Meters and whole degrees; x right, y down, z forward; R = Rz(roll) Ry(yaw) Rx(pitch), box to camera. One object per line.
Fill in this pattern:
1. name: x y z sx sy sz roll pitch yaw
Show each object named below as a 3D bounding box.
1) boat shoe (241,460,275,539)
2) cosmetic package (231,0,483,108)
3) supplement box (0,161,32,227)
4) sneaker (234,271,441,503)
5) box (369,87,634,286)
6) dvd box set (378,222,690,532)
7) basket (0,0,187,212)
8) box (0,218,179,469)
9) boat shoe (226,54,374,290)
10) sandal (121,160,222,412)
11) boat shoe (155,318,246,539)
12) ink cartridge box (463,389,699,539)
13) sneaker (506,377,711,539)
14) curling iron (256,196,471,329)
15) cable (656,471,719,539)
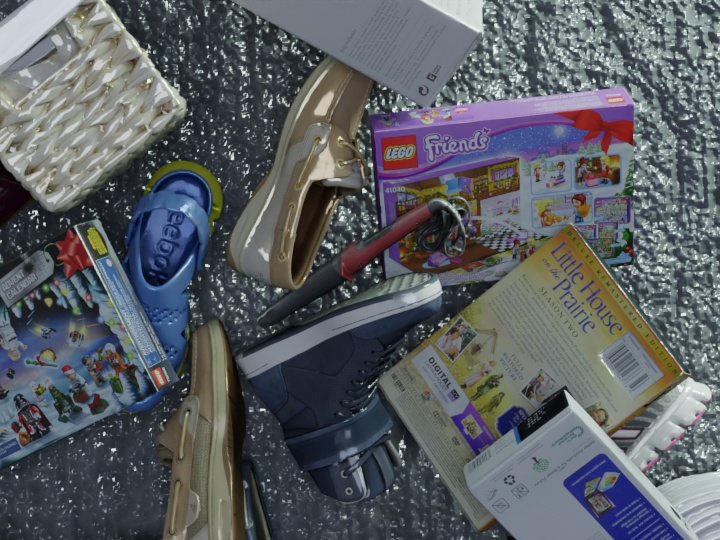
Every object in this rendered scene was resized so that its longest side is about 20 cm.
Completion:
1. boat shoe: -0.074 0.246 1.126 0.062 0.075 0.200 -22 82 9
2. cosmetic package: -0.012 -0.220 1.081 0.200 0.113 0.081 28 124 -15
3. supplement box: -0.325 -0.078 1.050 0.103 0.200 0.131 -42 90 -2
4. sneaker: 0.010 0.091 1.089 0.202 0.077 0.146 -27 91 42
5. box: 0.111 -0.062 1.121 0.199 0.039 0.137 -6 117 -2
6. dvd box set: 0.128 0.082 1.106 0.200 0.029 0.146 -40 70 13
7. basket: -0.210 -0.124 1.058 0.135 0.200 0.123 -39 96 -2
8. box: -0.252 0.065 1.097 0.200 0.040 0.137 -27 90 21
9. boat shoe: -0.028 -0.076 1.117 0.069 0.074 0.200 28 96 26
10. sandal: -0.160 0.012 1.115 0.079 0.087 0.201 12 91 -4
11. boat shoe: -0.123 0.128 1.092 0.064 0.071 0.200 -7 57 4
12. ink cartridge box: 0.176 0.189 1.072 0.099 0.039 0.200 -39 108 12
13. sneaker: 0.177 0.137 1.136 0.200 0.074 0.087 -45 85 0
14. curling iron: 0.000 0.000 1.111 0.200 0.026 0.050 -27 107 22
15. cable: 0.289 0.260 1.139 0.199 0.069 0.201 7 90 -2
